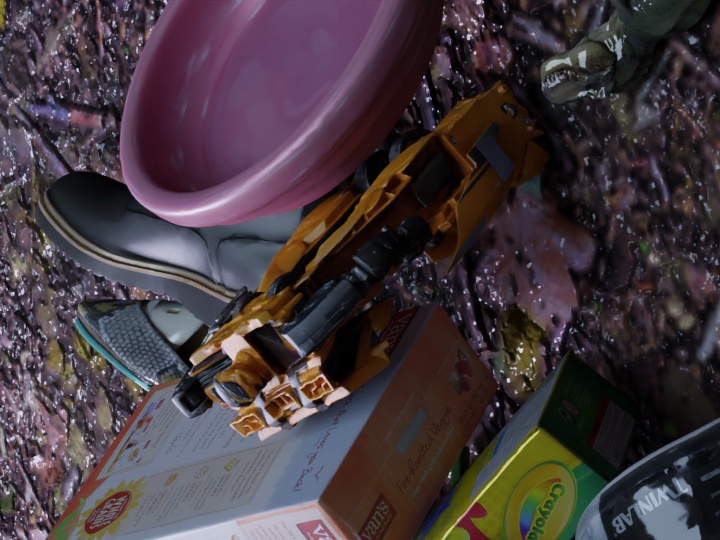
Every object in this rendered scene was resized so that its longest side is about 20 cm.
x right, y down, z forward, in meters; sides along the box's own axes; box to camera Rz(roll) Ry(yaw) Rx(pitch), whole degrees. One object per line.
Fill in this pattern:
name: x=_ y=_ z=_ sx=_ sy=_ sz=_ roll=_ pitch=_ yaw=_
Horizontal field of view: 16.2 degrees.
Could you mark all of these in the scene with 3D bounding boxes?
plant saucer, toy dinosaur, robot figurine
plant saucer: x=-0.031 y=-0.103 z=1.197 sx=0.200 sy=0.051 sz=0.201 roll=-32 pitch=39 yaw=31
toy dinosaur: x=0.132 y=-0.149 z=1.052 sx=0.088 sy=0.047 sz=0.200 roll=55 pitch=137 yaw=7
robot figurine: x=0.000 y=0.000 z=1.126 sx=0.058 sy=0.200 sz=0.145 roll=47 pitch=141 yaw=-10

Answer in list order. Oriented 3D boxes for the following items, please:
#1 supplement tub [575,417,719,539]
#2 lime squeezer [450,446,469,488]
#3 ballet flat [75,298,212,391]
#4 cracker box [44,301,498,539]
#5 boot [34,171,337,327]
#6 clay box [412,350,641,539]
supplement tub: x=0.179 y=0.161 z=0.997 sx=0.123 sy=0.122 sz=0.200 roll=-48 pitch=61 yaw=45
lime squeezer: x=0.071 y=0.183 z=1.202 sx=0.200 sy=0.038 sz=0.071 roll=60 pitch=137 yaw=25
ballet flat: x=-0.076 y=0.057 z=1.347 sx=0.200 sy=0.072 sz=0.072 roll=43 pitch=128 yaw=37
cracker box: x=-0.046 y=0.097 z=1.176 sx=0.200 sy=0.134 sz=0.058 roll=-18 pitch=118 yaw=42
boot: x=-0.080 y=-0.055 z=1.321 sx=0.200 sy=0.077 sz=0.139 roll=22 pitch=111 yaw=32
clay box: x=0.040 y=0.136 z=1.117 sx=0.048 sy=0.115 sz=0.200 roll=38 pitch=109 yaw=0
